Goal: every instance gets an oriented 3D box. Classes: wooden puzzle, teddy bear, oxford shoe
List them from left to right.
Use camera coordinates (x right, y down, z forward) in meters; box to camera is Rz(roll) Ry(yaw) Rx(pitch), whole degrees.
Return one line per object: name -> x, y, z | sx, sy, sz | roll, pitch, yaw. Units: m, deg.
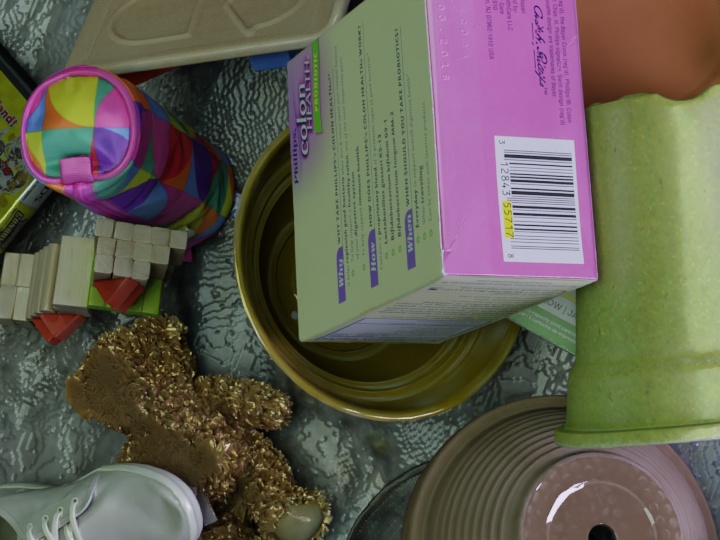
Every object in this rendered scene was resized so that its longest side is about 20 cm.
oxford shoe -> -0.186, 0.170, 1.381 | 0.199, 0.058, 0.076 | -8, 106, 35
teddy bear -> -0.103, 0.120, 1.390 | 0.199, 0.067, 0.146 | 33, 115, 16
wooden puzzle -> -0.083, -0.180, 1.360 | 0.199, 0.186, 0.046 | -10, 127, 19

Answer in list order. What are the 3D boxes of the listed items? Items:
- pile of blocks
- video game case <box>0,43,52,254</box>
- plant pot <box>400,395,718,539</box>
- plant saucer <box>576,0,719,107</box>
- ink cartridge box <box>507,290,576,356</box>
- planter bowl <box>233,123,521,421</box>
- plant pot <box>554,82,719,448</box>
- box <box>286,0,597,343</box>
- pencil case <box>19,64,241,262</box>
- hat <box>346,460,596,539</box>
pile of blocks -> -0.174, 0.017, 1.379 | 0.200, 0.082, 0.063 | -14, 66, 56
video game case -> -0.300, -0.080, 1.454 | 0.181, 0.025, 0.200 | -49, 60, 10
plant pot -> 0.128, 0.166, 1.247 | 0.199, 0.093, 0.202 | 3, 72, -11
plant saucer -> 0.160, -0.143, 1.281 | 0.199, 0.038, 0.202 | 1, 67, -3
ink cartridge box -> 0.172, -0.039, 1.287 | 0.145, 0.048, 0.201 | 28, 91, 1
planter bowl -> 0.000, 0.000, 1.328 | 0.199, 0.083, 0.202 | 5, 77, -23
plant pot -> 0.195, -0.008, 1.167 | 0.199, 0.200, 0.186 | -7, 90, 17
box -> 0.041, -0.061, 1.201 | 0.096, 0.200, 0.177 | 2, 77, -24
pencil case -> -0.143, -0.066, 1.342 | 0.088, 0.200, 0.089 | -4, 77, 17
hat -> 0.066, 0.216, 1.317 | 0.199, 0.081, 0.202 | -1, 87, 16
